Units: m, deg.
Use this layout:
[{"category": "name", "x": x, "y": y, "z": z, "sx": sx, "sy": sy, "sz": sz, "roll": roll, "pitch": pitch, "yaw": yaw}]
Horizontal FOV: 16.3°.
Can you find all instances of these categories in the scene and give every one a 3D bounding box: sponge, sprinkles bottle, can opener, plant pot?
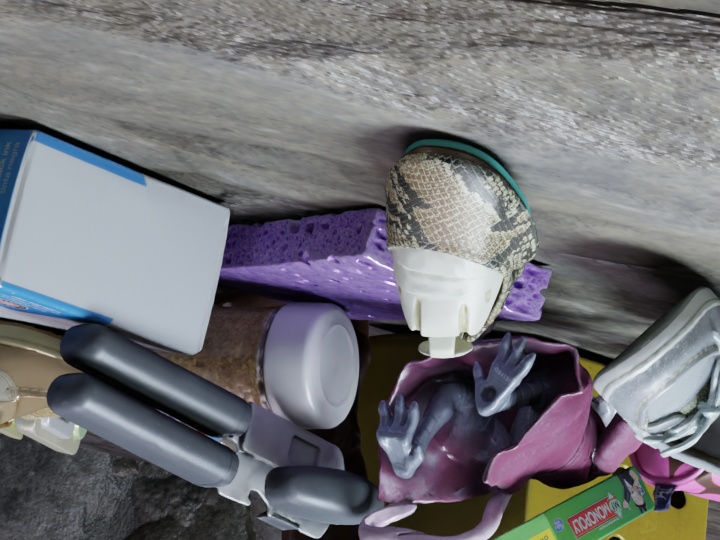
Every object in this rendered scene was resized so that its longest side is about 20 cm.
[{"category": "sponge", "x": 0.000, "y": 0.000, "z": 1.323, "sx": 0.111, "sy": 0.030, "sz": 0.200, "roll": 18, "pitch": 170, "yaw": -29}, {"category": "sprinkles bottle", "x": -0.102, "y": 0.051, "z": 1.391, "sx": 0.199, "sy": 0.069, "sz": 0.068, "roll": 0, "pitch": 166, "yaw": 26}, {"category": "can opener", "x": -0.067, "y": 0.083, "z": 1.286, "sx": 0.067, "sy": 0.054, "sz": 0.200, "roll": -6, "pitch": 152, "yaw": 43}, {"category": "plant pot", "x": 0.112, "y": 0.143, "z": 1.577, "sx": 0.199, "sy": 0.201, "sz": 0.176, "roll": 18, "pitch": 159, "yaw": -27}]

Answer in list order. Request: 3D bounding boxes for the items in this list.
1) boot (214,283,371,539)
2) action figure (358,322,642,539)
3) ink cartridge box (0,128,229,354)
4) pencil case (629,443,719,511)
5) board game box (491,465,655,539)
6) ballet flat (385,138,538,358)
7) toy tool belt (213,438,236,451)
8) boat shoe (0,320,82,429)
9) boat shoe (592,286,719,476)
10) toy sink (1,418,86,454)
[{"category": "boot", "x": -0.039, "y": 0.106, "z": 1.466, "sx": 0.064, "sy": 0.201, "sz": 0.186, "roll": -8, "pitch": 165, "yaw": 30}, {"category": "action figure", "x": 0.101, "y": 0.091, "z": 1.348, "sx": 0.133, "sy": 0.150, "sz": 0.200, "roll": 7, "pitch": 172, "yaw": 29}, {"category": "ink cartridge box", "x": -0.192, "y": -0.017, "z": 1.317, "sx": 0.199, "sy": 0.086, "sz": 0.146, "roll": 7, "pitch": 170, "yaw": 42}, {"category": "pencil case", "x": 0.248, "y": 0.111, "z": 1.459, "sx": 0.199, "sy": 0.091, "sz": 0.093, "roll": 16, "pitch": 177, "yaw": -36}, {"category": "board game box", "x": 0.054, "y": 0.175, "z": 1.386, "sx": 0.200, "sy": 0.029, "sz": 0.134, "roll": -32, "pitch": 173, "yaw": 27}, {"category": "ballet flat", "x": 0.043, "y": 0.001, "z": 1.114, "sx": 0.067, "sy": 0.076, "sz": 0.200, "roll": 13, "pitch": 171, "yaw": 7}, {"category": "toy tool belt", "x": -0.071, "y": 0.063, "z": 1.627, "sx": 0.122, "sy": 0.126, "sz": 0.200, "roll": -17, "pitch": -177, "yaw": -17}, {"category": "boat shoe", "x": -0.203, "y": 0.059, "z": 1.324, "sx": 0.199, "sy": 0.065, "sz": 0.071, "roll": 12, "pitch": 171, "yaw": 6}, {"category": "boat shoe", "x": 0.166, "y": 0.061, "z": 1.237, "sx": 0.065, "sy": 0.074, "sz": 0.202, "roll": 49, "pitch": -179, "yaw": 18}, {"category": "toy sink", "x": -0.248, "y": 0.063, "z": 1.812, "sx": 0.199, "sy": 0.113, "sz": 0.130, "roll": 12, "pitch": 171, "yaw": 9}]
